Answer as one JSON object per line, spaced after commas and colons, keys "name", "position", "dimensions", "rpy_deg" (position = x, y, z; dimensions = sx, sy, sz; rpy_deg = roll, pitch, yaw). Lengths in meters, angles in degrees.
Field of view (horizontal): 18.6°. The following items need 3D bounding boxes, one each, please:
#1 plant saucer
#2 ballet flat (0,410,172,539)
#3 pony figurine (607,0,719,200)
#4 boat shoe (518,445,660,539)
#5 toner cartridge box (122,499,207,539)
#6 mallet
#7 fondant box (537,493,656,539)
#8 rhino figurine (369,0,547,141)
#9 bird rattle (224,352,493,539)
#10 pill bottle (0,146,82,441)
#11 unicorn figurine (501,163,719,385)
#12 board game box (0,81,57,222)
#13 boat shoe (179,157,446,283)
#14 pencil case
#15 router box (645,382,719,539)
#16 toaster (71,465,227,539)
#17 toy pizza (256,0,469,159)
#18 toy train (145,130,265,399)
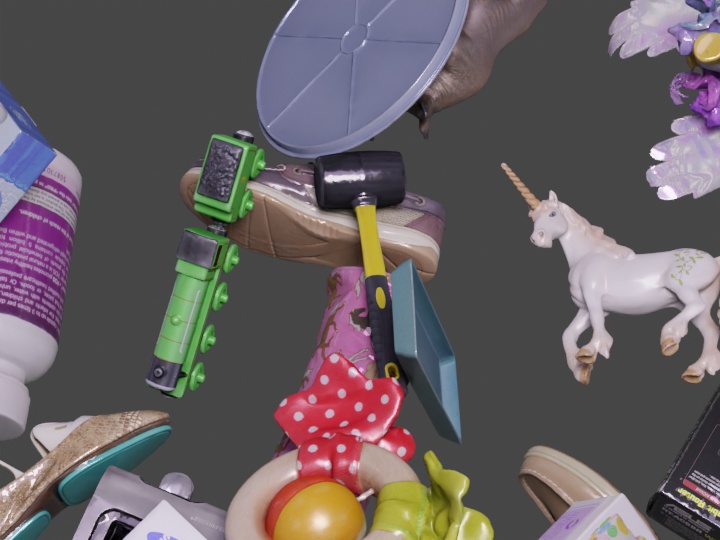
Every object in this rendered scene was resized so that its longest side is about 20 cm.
{"name": "plant saucer", "position": [0.045, 0.059, 1.511], "dimensions": [0.019, 0.200, 0.070], "rpy_deg": [-7, 68, 10]}
{"name": "ballet flat", "position": [-0.225, 0.145, 1.533], "dimensions": [0.200, 0.071, 0.065], "rpy_deg": [-37, 70, -17]}
{"name": "pony figurine", "position": [0.284, -0.160, 1.631], "dimensions": [0.192, 0.200, 0.168], "rpy_deg": [-17, 76, 8]}
{"name": "boat shoe", "position": [0.175, 0.207, 1.525], "dimensions": [0.065, 0.072, 0.200], "rpy_deg": [-40, 80, -18]}
{"name": "toner cartridge box", "position": [-0.086, 0.248, 1.383], "dimensions": [0.200, 0.043, 0.095], "rpy_deg": [41, 71, 13]}
{"name": "mallet", "position": [0.000, 0.000, 1.528], "dimensions": [0.065, 0.041, 0.201], "rpy_deg": [3, 56, -5]}
{"name": "fondant box", "position": [0.166, 0.268, 1.428], "dimensions": [0.144, 0.058, 0.200], "rpy_deg": [-40, 101, -29]}
{"name": "rhino figurine", "position": [0.066, -0.175, 1.678], "dimensions": [0.087, 0.060, 0.200], "rpy_deg": [36, 73, 9]}
{"name": "bird rattle", "position": [-0.012, 0.142, 1.396], "dimensions": [0.162, 0.113, 0.200], "rpy_deg": [-27, 47, -22]}
{"name": "pill bottle", "position": [-0.264, 0.014, 1.560], "dimensions": [0.111, 0.112, 0.201], "rpy_deg": [5, 67, 0]}
{"name": "unicorn figurine", "position": [0.191, 0.012, 1.602], "dimensions": [0.199, 0.074, 0.138], "rpy_deg": [8, 58, 4]}
{"name": "board game box", "position": [-0.326, -0.066, 1.543], "dimensions": [0.199, 0.043, 0.200], "rpy_deg": [-48, 48, 7]}
{"name": "boat shoe", "position": [-0.033, -0.047, 1.621], "dimensions": [0.199, 0.072, 0.065], "rpy_deg": [16, 55, 8]}
{"name": "pencil case", "position": [-0.013, 0.095, 1.553], "dimensions": [0.086, 0.083, 0.201], "rpy_deg": [12, 67, 20]}
{"name": "router box", "position": [0.324, 0.156, 1.553], "dimensions": [0.199, 0.062, 0.150], "rpy_deg": [31, 69, 10]}
{"name": "toaster", "position": [-0.123, 0.247, 1.469], "dimensions": [0.180, 0.119, 0.201], "rpy_deg": [22, 69, 7]}
{"name": "toy pizza", "position": [0.004, -0.164, 1.634], "dimensions": [0.199, 0.032, 0.201], "rpy_deg": [-26, 45, 28]}
{"name": "toy train", "position": [-0.113, -0.003, 1.564], "dimensions": [0.041, 0.056, 0.201], "rpy_deg": [18, 96, 11]}
